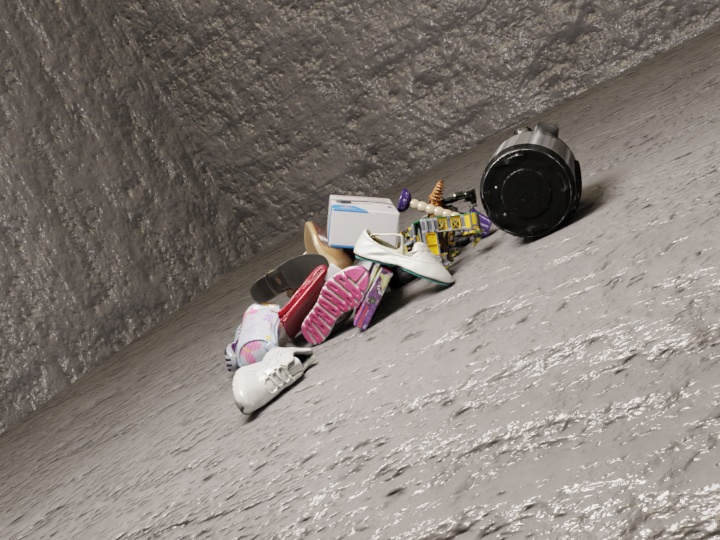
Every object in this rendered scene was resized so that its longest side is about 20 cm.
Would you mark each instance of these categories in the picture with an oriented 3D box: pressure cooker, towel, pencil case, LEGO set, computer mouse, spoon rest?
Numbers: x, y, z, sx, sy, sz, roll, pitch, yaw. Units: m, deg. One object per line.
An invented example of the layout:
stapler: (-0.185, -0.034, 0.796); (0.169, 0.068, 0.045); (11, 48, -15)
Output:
pressure cooker: (0.317, -0.169, 1.529); (0.175, 0.180, 0.200); (-29, 9, 23)
towel: (-0.114, 0.068, 1.722); (0.145, 0.022, 0.200); (-50, -11, -12)
pencil case: (-0.203, 0.136, 1.701); (0.090, 0.084, 0.200); (-20, 20, 7)
LEGO set: (0.158, -0.037, 1.630); (0.152, 0.117, 0.200); (-6, -6, -26)
computer mouse: (0.128, -0.032, 1.772); (0.199, 0.053, 0.138); (-34, 11, -28)
spoon rest: (0.000, 0.000, 1.728); (0.200, 0.060, 0.100); (-22, -40, -60)

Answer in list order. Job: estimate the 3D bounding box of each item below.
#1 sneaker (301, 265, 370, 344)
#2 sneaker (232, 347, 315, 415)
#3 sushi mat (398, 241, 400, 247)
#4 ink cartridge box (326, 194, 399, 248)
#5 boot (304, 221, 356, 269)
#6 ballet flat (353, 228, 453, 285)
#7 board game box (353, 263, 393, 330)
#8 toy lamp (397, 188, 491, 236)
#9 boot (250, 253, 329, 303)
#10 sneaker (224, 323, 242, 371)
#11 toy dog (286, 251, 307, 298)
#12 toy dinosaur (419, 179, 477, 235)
sneaker: (-0.041, 0.057, 1.617); (0.200, 0.074, 0.087); (-54, -6, 29)
sneaker: (-0.151, 0.180, 1.431); (0.087, 0.075, 0.200); (-18, 14, 32)
sushi mat: (0.000, -0.029, 1.903); (0.198, 0.012, 0.096); (-5, 41, -2)
ink cartridge box: (0.002, -0.105, 1.774); (0.143, 0.085, 0.200); (4, 13, -5)
boot: (-0.031, -0.051, 1.889); (0.165, 0.073, 0.200); (-7, 38, -23)
ballet flat: (0.082, -0.030, 1.519); (0.198, 0.070, 0.069); (18, 29, 18)
board game box: (0.025, 0.035, 1.612); (0.200, 0.032, 0.121); (-86, 18, -80)
toy lamp: (0.178, -0.118, 1.738); (0.198, 0.059, 0.058); (16, 20, 8)
boot: (-0.153, 0.001, 1.824); (0.198, 0.070, 0.174); (-22, 9, 10)
sneaker: (-0.237, 0.169, 1.834); (0.087, 0.075, 0.200); (-8, 18, 7)
toy dog: (-0.093, 0.005, 1.930); (0.131, 0.097, 0.201); (12, 50, 6)
toy dinosaur: (0.193, -0.124, 1.813); (0.134, 0.103, 0.200); (-8, -12, 9)
